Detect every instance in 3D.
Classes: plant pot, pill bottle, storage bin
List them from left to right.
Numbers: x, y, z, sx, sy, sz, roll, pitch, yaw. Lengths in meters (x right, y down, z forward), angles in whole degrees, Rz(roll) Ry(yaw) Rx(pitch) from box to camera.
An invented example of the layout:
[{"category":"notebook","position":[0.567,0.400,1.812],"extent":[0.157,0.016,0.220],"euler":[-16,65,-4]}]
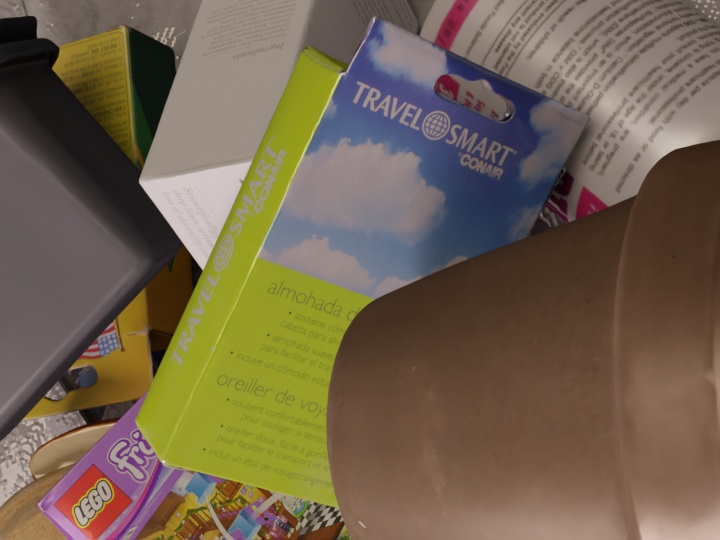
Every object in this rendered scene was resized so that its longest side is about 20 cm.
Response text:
[{"category":"storage bin","position":[-0.186,-0.005,0.786],"extent":[0.134,0.146,0.200],"euler":[45,103,-2]},{"category":"plant pot","position":[0.089,0.057,0.600],"extent":[0.174,0.200,0.201],"euler":[-7,78,30]},{"category":"pill bottle","position":[0.129,-0.065,0.729],"extent":[0.200,0.113,0.113],"euler":[43,100,26]}]

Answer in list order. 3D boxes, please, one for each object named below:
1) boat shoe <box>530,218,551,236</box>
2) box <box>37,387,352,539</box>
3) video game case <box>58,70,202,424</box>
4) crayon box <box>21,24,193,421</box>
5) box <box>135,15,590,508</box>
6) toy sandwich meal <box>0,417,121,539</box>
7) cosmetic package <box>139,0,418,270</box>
[{"category":"boat shoe","position":[0.101,0.040,0.730],"extent":[0.072,0.066,0.200],"euler":[-45,61,-11]},{"category":"box","position":[-0.034,0.088,0.763],"extent":[0.137,0.039,0.200],"euler":[42,75,10]},{"category":"video game case","position":[-0.092,0.000,0.874],"extent":[0.200,0.025,0.181],"euler":[-45,66,12]},{"category":"crayon box","position":[-0.158,-0.019,0.867],"extent":[0.127,0.051,0.201],"euler":[-11,76,25]},{"category":"box","position":[0.000,0.000,0.675],"extent":[0.200,0.122,0.048],"euler":[-64,32,10]},{"category":"toy sandwich meal","position":[-0.113,0.171,0.827],"extent":[0.205,0.070,0.206],"euler":[2,104,8]},{"category":"cosmetic package","position":[-0.033,-0.085,0.770],"extent":[0.074,0.102,0.200],"euler":[-10,44,25]}]
